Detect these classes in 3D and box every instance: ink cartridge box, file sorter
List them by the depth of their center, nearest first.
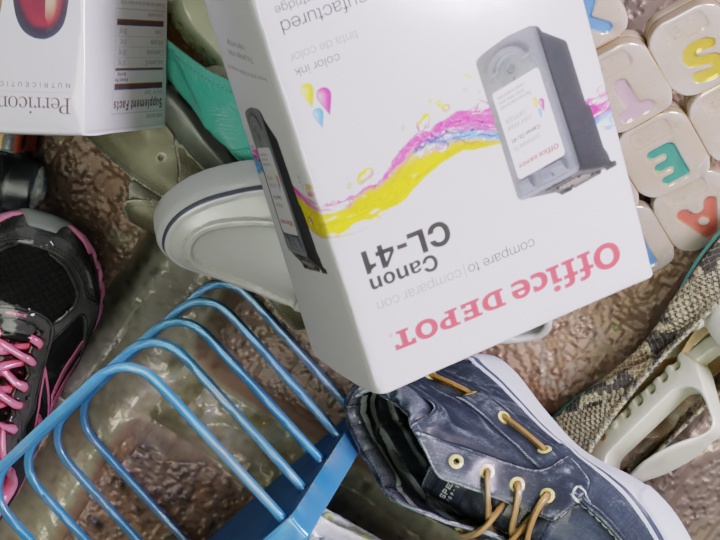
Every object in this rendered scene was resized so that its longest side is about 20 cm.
[{"bbox_3d":[0.029,-0.069,0.866,0.147,0.086,0.201,-22,107,-15],"label":"ink cartridge box"},{"bbox_3d":[-0.094,0.100,0.998,0.139,0.200,0.123,-41,92,15],"label":"file sorter"}]

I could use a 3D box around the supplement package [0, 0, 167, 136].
[{"bbox_3d":[-0.154,-0.163,0.891,0.113,0.110,0.201,2,96,14],"label":"supplement package"}]

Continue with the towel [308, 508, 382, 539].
[{"bbox_3d":[-0.021,0.230,1.061,0.171,0.048,0.200,31,109,-28],"label":"towel"}]

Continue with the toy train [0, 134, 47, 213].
[{"bbox_3d":[-0.256,-0.088,1.036,0.199,0.085,0.114,13,96,4],"label":"toy train"}]

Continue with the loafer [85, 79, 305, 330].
[{"bbox_3d":[-0.082,-0.043,1.030,0.070,0.075,0.200,-41,87,21],"label":"loafer"}]

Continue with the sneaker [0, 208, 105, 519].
[{"bbox_3d":[-0.186,0.062,1.028,0.079,0.096,0.200,15,123,-8],"label":"sneaker"}]

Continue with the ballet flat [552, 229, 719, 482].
[{"bbox_3d":[0.172,0.053,1.011,0.068,0.075,0.200,31,109,-35],"label":"ballet flat"}]

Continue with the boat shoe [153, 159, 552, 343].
[{"bbox_3d":[0.000,0.000,0.951,0.199,0.066,0.072,11,132,-21],"label":"boat shoe"}]

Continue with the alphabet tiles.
[{"bbox_3d":[0.103,-0.057,0.975,0.200,0.015,0.196,-27,130,13],"label":"alphabet tiles"}]

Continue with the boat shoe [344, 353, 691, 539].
[{"bbox_3d":[0.076,0.117,0.981,0.200,0.091,0.071,43,126,38],"label":"boat shoe"}]

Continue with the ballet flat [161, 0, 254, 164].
[{"bbox_3d":[-0.087,-0.132,0.969,0.200,0.067,0.071,43,137,22],"label":"ballet flat"}]
